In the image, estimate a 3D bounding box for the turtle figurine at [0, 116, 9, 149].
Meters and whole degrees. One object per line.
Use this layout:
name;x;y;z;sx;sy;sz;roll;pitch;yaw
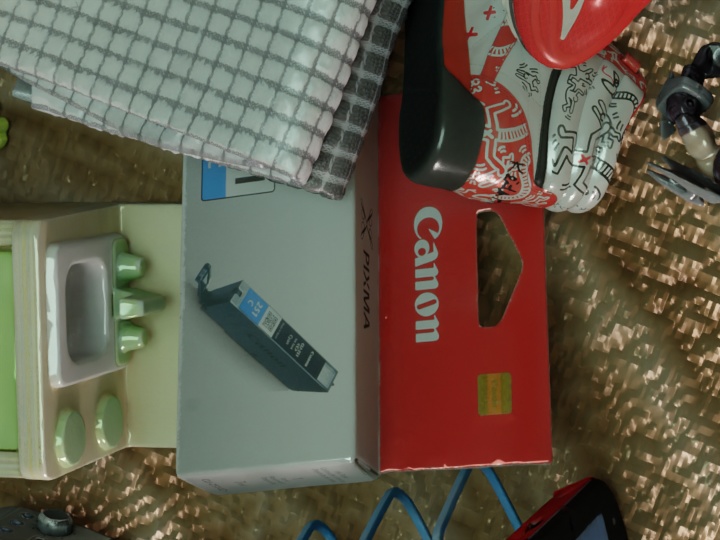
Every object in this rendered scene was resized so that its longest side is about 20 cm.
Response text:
turtle figurine;-0.240;-0.073;1.091;0.200;0.161;0.065;32;104;12

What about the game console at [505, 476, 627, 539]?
game console;0.108;0.194;0.988;0.031;0.200;0.178;-18;90;19

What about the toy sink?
toy sink;-0.178;0.034;1.109;0.199;0.112;0.131;1;96;17

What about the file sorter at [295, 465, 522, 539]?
file sorter;-0.008;0.191;1.045;0.199;0.139;0.123;-24;100;18

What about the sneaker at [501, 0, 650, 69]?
sneaker;0.134;-0.159;0.931;0.077;0.085;0.200;24;121;-30

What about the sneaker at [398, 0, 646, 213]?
sneaker;0.080;-0.124;1.040;0.107;0.067;0.202;13;68;-21

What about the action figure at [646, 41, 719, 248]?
action figure;0.206;-0.090;0.999;0.130;0.069;0.201;16;113;9

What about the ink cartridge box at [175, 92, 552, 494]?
ink cartridge box;0.000;0.000;1.048;0.175;0.045;0.201;-7;71;18

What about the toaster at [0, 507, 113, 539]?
toaster;-0.192;0.226;1.116;0.113;0.129;0.201;18;101;16

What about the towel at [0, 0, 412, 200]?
towel;-0.072;-0.136;1.043;0.199;0.086;0.166;19;91;27
